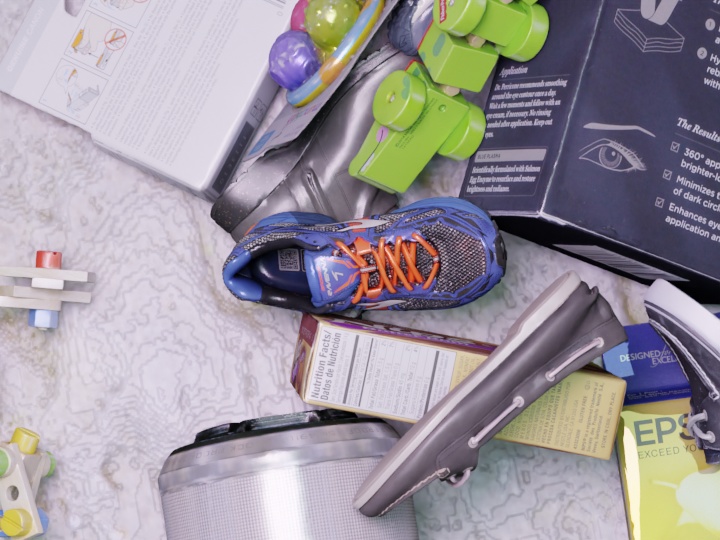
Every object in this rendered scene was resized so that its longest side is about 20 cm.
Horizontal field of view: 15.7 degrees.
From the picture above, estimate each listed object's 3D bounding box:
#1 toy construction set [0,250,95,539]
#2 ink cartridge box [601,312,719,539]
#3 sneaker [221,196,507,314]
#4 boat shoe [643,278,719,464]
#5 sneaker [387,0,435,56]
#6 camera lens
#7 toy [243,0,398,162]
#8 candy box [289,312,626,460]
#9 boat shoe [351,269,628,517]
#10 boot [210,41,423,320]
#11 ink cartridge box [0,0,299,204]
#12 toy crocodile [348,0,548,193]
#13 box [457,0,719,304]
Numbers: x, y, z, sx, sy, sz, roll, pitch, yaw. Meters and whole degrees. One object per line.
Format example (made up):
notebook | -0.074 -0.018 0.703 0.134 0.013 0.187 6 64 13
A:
toy construction set | -0.247 0.077 1.718 0.131 0.092 0.200 3 73 27
ink cartridge box | 0.266 0.122 1.714 0.197 0.047 0.200 -8 84 1
sneaker | 0.000 0.000 1.652 0.200 0.078 0.075 -7 102 29
boat shoe | 0.240 0.094 1.663 0.068 0.072 0.200 -43 95 -2
sneaker | 0.103 -0.189 1.720 0.200 0.078 0.086 -38 91 -31
camera lens | -0.039 0.194 1.658 0.160 0.160 0.200 -9 82 1
toy | -0.016 -0.166 1.711 0.047 0.115 0.200 42 74 -10
candy box | 0.059 0.072 1.674 0.200 0.117 0.057 12 93 -6
boat shoe | 0.081 0.087 1.586 0.057 0.067 0.200 45 85 -2
boot | 0.008 -0.056 1.746 0.200 0.068 0.131 -45 87 4
ink cartridge box | -0.130 -0.170 1.773 0.173 0.044 0.200 26 84 17
toy crocodile | 0.058 -0.133 1.651 0.067 0.062 0.200 18 118 -31
box | 0.192 -0.098 1.673 0.196 0.117 0.200 20 83 -26
